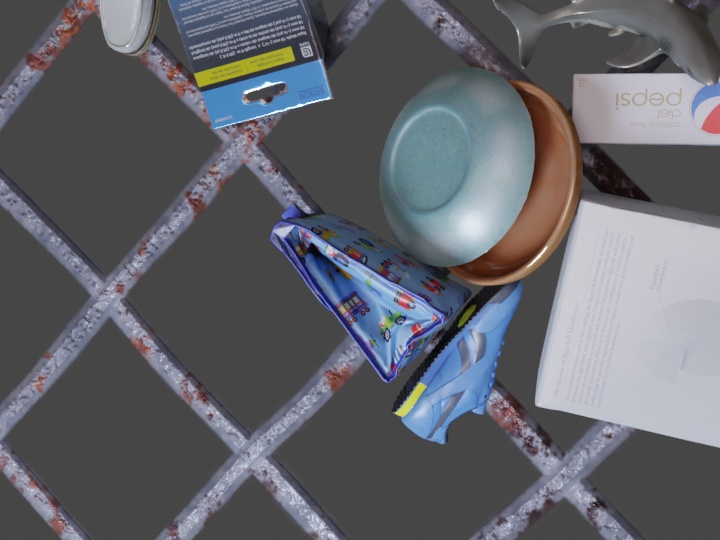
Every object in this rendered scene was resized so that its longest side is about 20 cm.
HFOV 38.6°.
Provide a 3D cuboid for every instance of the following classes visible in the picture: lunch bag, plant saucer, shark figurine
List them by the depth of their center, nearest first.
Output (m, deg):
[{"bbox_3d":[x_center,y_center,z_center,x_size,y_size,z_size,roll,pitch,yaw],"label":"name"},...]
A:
[{"bbox_3d":[0.245,-0.248,0.960,0.214,0.090,0.128,17,57,26],"label":"shark figurine"},{"bbox_3d":[0.141,-0.084,1.004,0.200,0.037,0.201,-13,73,49],"label":"plant saucer"},{"bbox_3d":[0.079,-0.105,1.011,0.201,0.039,0.201,-10,76,45],"label":"plant saucer"},{"bbox_3d":[0.000,0.000,1.039,0.200,0.151,0.094,42,105,7],"label":"lunch bag"}]

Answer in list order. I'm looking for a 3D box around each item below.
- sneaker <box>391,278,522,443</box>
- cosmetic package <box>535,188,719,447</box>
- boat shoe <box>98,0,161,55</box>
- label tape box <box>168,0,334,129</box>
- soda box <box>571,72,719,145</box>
[{"bbox_3d":[0.117,0.093,1.068,0.078,0.066,0.200,35,105,-3],"label":"sneaker"},{"bbox_3d":[0.283,0.042,0.972,0.200,0.123,0.200,13,101,7],"label":"cosmetic package"},{"bbox_3d":[-0.259,-0.336,1.114,0.075,0.068,0.200,5,98,15],"label":"boat shoe"},{"bbox_3d":[-0.115,-0.266,1.079,0.144,0.063,0.200,-11,109,16],"label":"label tape box"},{"bbox_3d":[0.304,-0.154,0.981,0.200,0.064,0.068,2,97,15],"label":"soda box"}]
